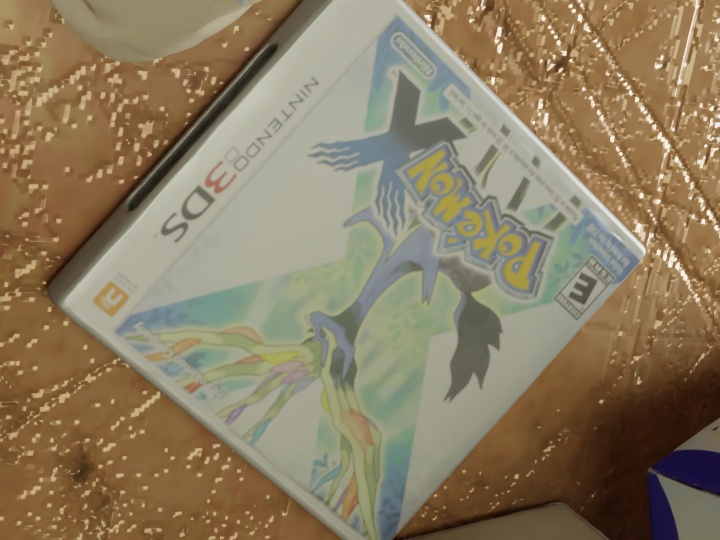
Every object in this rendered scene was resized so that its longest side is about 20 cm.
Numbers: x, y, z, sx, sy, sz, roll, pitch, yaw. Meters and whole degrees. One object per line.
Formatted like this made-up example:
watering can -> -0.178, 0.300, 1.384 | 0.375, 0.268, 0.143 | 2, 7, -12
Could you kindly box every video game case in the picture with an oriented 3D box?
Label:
video game case -> 0.000, 0.000, 1.005 | 0.182, 0.022, 0.200 | -48, 123, -1

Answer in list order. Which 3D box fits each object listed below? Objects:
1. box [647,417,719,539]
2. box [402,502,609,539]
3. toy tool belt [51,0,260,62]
box -> 0.231, 0.138, 1.087 | 0.200, 0.105, 0.184 | -29, 123, -39
box -> 0.073, 0.224, 1.070 | 0.109, 0.128, 0.200 | -11, 115, -23
toy tool belt -> -0.075, -0.165, 0.835 | 0.200, 0.123, 0.125 | 43, 50, -34
